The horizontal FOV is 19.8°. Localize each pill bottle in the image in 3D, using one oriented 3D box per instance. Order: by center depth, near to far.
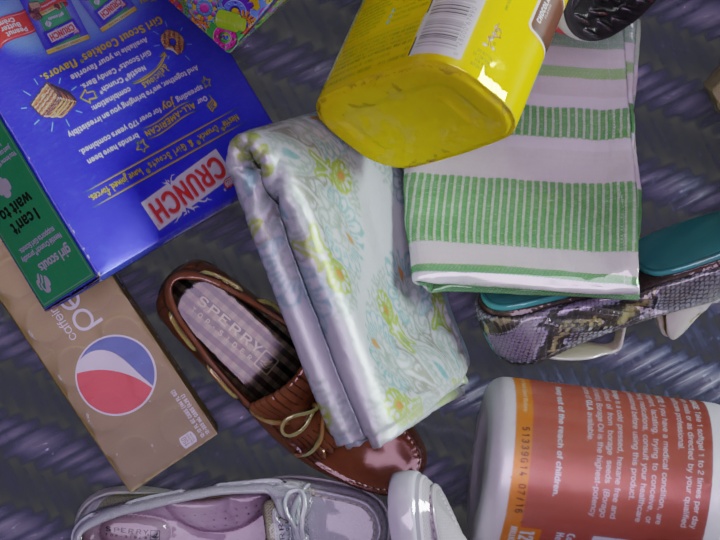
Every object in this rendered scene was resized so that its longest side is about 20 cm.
[{"bbox_3d":[0.172,0.132,1.285,0.200,0.112,0.112,7,91,-2],"label":"pill bottle"}]

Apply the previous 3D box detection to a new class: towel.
[{"bbox_3d":[0.000,0.000,1.247,0.048,0.171,0.200,-21,92,22],"label":"towel"},{"bbox_3d":[0.102,-0.080,1.290,0.152,0.023,0.200,2,70,-3],"label":"towel"}]

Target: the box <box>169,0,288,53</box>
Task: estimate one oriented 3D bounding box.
[{"bbox_3d":[-0.033,-0.258,1.196,0.122,0.193,0.200,41,116,-3],"label":"box"}]

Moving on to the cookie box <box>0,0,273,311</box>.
[{"bbox_3d":[-0.164,-0.104,1.245,0.171,0.075,0.200,-33,93,-38],"label":"cookie box"}]

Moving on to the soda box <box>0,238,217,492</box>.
[{"bbox_3d":[-0.171,0.036,1.291,0.068,0.064,0.200,-34,92,-2],"label":"soda box"}]

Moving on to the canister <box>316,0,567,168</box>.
[{"bbox_3d":[0.064,-0.168,1.224,0.087,0.148,0.200,37,62,-26],"label":"canister"}]

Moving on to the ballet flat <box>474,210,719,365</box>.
[{"bbox_3d":[0.173,0.016,1.315,0.200,0.072,0.072,-16,92,-2],"label":"ballet flat"}]

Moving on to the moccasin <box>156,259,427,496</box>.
[{"bbox_3d":[-0.041,0.067,1.291,0.074,0.078,0.201,-44,93,-1],"label":"moccasin"}]

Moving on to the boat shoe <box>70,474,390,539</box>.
[{"bbox_3d":[-0.080,0.166,1.297,0.201,0.065,0.075,3,91,-4],"label":"boat shoe"}]

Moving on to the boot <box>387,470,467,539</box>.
[{"bbox_3d":[0.084,0.196,1.235,0.095,0.074,0.200,-10,122,16],"label":"boot"}]

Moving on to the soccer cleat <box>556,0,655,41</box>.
[{"bbox_3d":[0.188,-0.204,1.303,0.200,0.073,0.068,-29,118,-22],"label":"soccer cleat"}]

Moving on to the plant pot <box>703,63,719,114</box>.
[{"bbox_3d":[0.320,-0.102,1.260,0.177,0.200,0.200,-32,93,10],"label":"plant pot"}]
